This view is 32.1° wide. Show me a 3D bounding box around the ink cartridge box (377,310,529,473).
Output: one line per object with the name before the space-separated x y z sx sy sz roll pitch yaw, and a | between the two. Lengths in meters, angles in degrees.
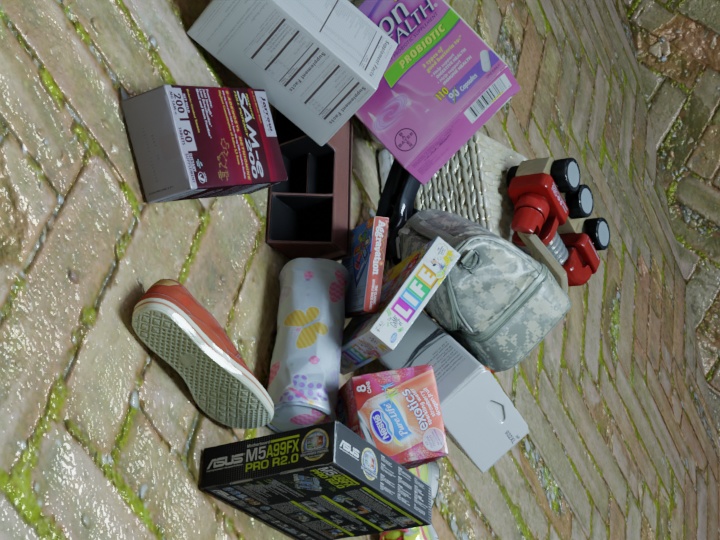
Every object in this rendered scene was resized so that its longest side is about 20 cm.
ink cartridge box | 0.099 0.135 1.550 0.145 0.084 0.200 52 -6 -39

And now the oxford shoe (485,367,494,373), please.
oxford shoe | 0.179 0.119 1.846 0.199 0.071 0.074 -8 79 -63

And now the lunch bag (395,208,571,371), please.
lunch bag | 0.137 0.010 1.550 0.168 0.139 0.200 50 -5 -21

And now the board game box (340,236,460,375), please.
board game box | 0.032 0.044 1.424 0.034 0.200 0.135 38 70 -5

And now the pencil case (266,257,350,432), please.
pencil case | -0.058 0.085 1.390 0.091 0.082 0.202 89 5 -56

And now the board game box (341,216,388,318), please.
board game box | 0.000 0.000 1.437 0.200 0.019 0.104 160 -64 -80

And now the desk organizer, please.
desk organizer | -0.060 -0.111 1.495 0.077 0.071 0.202 36 46 -48

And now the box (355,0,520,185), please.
box | 0.067 -0.246 1.566 0.200 0.176 0.097 49 7 19

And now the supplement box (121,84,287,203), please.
supplement box | -0.159 -0.134 1.323 0.200 0.060 0.110 -15 90 -64

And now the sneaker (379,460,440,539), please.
sneaker | 0.043 0.296 1.503 0.090 0.078 0.202 39 38 -38

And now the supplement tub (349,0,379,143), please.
supplement tub | 0.054 -0.289 1.707 0.145 0.144 0.202 2 68 -62

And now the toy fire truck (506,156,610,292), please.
toy fire truck | 0.263 -0.032 1.696 0.177 0.128 0.201 56 46 -34

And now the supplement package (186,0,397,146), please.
supplement package | -0.074 -0.261 1.419 0.199 0.109 0.114 40 39 -13

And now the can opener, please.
can opener | 0.055 -0.106 1.642 0.078 0.063 0.202 -4 110 -54

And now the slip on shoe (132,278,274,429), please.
slip on shoe | -0.148 0.085 1.233 0.200 0.073 0.062 52 32 -31

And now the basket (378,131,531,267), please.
basket | 0.143 -0.079 1.775 0.199 0.159 0.201 15 64 -58

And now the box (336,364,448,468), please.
box | 0.027 0.172 1.392 0.200 0.094 0.101 124 -43 -75

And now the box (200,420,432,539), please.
box | -0.041 0.220 1.269 0.200 0.159 0.045 40 42 -47
